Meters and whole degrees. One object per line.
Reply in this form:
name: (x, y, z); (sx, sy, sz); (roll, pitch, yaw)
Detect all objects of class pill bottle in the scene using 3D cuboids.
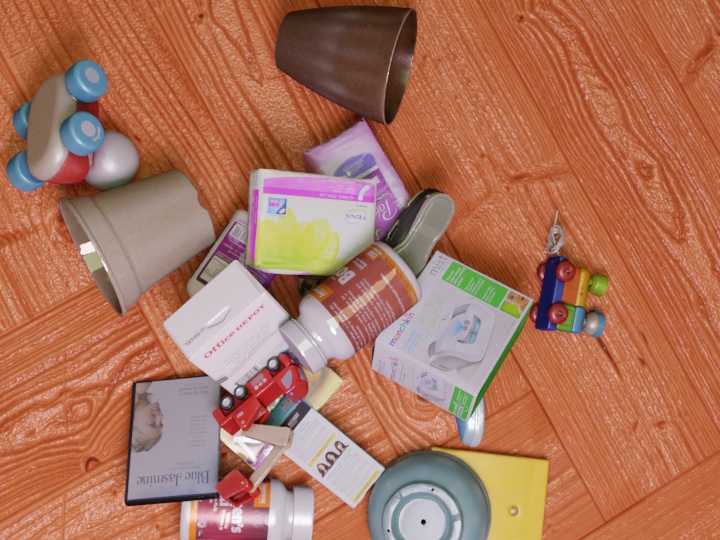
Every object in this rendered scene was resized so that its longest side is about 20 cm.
pill bottle: (-0.017, 0.057, 1.480); (0.200, 0.112, 0.112); (-38, 90, -12)
pill bottle: (-0.175, 0.375, 1.559); (0.199, 0.110, 0.110); (4, 84, -6)
pill bottle: (-0.202, 0.014, 1.587); (0.112, 0.112, 0.200); (34, 82, -3)

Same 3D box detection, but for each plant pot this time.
plant pot: (-0.333, -0.060, 1.553); (0.183, 0.200, 0.201); (-30, 89, -20)
plant pot: (0.100, 0.381, 1.556); (0.199, 0.134, 0.201); (-1, 83, 9)
plant pot: (-0.029, -0.346, 1.620); (0.199, 0.187, 0.188); (15, 83, 9)

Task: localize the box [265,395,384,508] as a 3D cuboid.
box: (-0.059, 0.279, 1.575); (0.200, 0.049, 0.082); (44, 81, -25)

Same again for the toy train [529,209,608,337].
toy train: (0.360, 0.009, 1.676); (0.115, 0.085, 0.201); (13, 83, -16)

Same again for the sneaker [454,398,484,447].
sneaker: (0.127, 0.188, 1.631); (0.130, 0.080, 0.201); (-4, 76, -9)

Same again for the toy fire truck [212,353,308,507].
toy fire truck: (-0.145, 0.233, 1.488); (0.200, 0.049, 0.141); (-39, 56, -3)

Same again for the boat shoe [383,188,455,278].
boat shoe: (0.072, -0.039, 1.587); (0.072, 0.061, 0.202); (34, 93, -30)

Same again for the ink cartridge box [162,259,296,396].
ink cartridge box: (-0.178, 0.094, 1.503); (0.146, 0.200, 0.084); (-42, 58, -5)

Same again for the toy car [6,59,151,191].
toy car: (-0.414, -0.197, 1.579); (0.200, 0.184, 0.178); (23, 55, -43)

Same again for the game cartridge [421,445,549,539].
game cartridge: (0.200, 0.385, 1.647); (0.199, 0.032, 0.177); (8, 84, -4)

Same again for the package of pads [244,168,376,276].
package of pads: (-0.073, -0.068, 1.537); (0.199, 0.068, 0.155); (3, 91, -23)

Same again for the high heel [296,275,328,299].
high heel: (0.000, 0.000, 1.630); (0.142, 0.071, 0.200); (40, 90, -9)

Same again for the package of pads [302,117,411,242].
package of pads: (0.003, -0.133, 1.644); (0.120, 0.076, 0.201); (-30, 89, -6)

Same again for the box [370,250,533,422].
box: (0.141, 0.099, 1.563); (0.176, 0.097, 0.200); (29, 59, 14)

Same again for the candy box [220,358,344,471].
candy box: (-0.135, 0.212, 1.606); (0.117, 0.056, 0.200); (42, 80, -2)

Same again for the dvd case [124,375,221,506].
dvd case: (-0.285, 0.257, 1.547); (0.142, 0.018, 0.201); (-6, 58, 3)
